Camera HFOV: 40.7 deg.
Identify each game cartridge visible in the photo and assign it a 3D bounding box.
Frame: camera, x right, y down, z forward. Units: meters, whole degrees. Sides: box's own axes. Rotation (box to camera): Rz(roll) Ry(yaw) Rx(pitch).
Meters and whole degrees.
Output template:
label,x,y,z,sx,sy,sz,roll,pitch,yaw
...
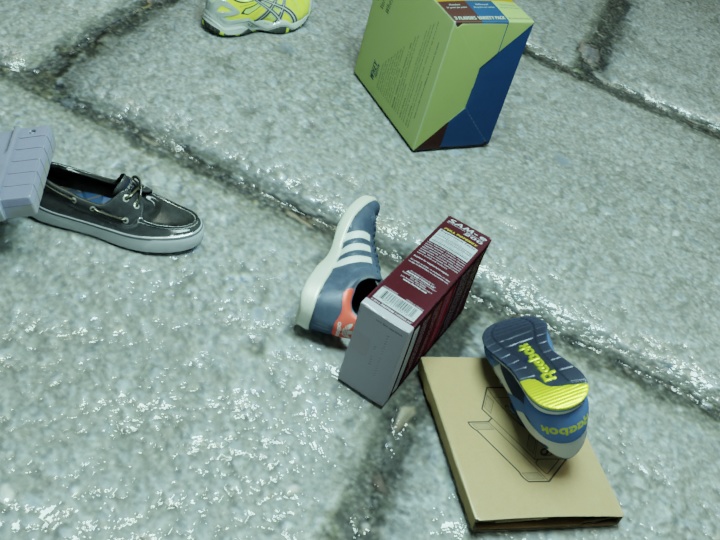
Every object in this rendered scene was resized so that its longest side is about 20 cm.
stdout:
label,x,y,z,sx,sy,sz,roll,pitch,yaw
game cartridge,-0.422,-0.094,0.997,0.196,0.039,0.131,-7,38,0

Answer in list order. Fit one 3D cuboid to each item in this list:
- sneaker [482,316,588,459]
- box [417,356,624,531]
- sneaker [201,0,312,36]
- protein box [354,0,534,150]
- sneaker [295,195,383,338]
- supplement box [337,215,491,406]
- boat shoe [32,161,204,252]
label,x,y,z,sx,sy,sz,roll,pitch,yaw
sneaker,0.175,0.113,0.984,0.073,0.083,0.201,-17,25,0
box,0.157,0.168,0.979,0.160,0.022,0.202,3,41,-19
sneaker,-0.147,-0.408,1.475,0.198,0.077,0.075,-23,53,-40
protein box,0.110,-0.313,1.369,0.133,0.201,0.201,-8,45,-28
sneaker,0.000,0.000,1.073,0.083,0.076,0.202,21,49,6
supplement box,0.060,0.037,1.022,0.060,0.110,0.200,30,40,15
boat shoe,-0.265,-0.077,1.058,0.196,0.067,0.071,15,39,-4
